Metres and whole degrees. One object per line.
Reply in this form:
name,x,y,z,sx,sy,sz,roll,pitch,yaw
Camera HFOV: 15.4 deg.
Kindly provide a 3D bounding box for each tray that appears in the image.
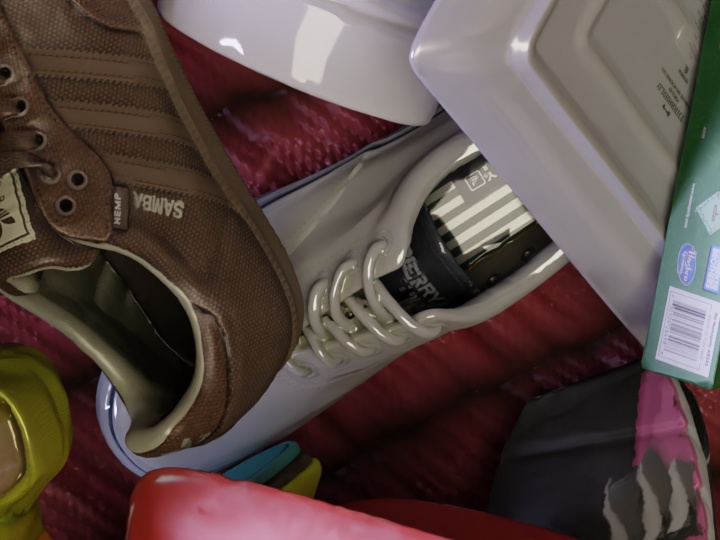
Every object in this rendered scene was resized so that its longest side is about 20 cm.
tray,0.087,-0.054,0.786,0.108,0.022,0.200,-62,144,-13

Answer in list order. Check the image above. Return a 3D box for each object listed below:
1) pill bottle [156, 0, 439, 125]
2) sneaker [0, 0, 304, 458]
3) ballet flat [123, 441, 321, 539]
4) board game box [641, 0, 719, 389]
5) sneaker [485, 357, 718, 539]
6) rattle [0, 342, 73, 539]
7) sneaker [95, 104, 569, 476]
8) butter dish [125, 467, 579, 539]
pill bottle,0.018,-0.151,0.774,0.119,0.120,0.200,21,101,-13
sneaker,-0.088,-0.037,0.761,0.070,0.076,0.200,-28,106,35
ballet flat,-0.086,0.127,0.817,0.200,0.067,0.067,-30,94,-23
board game box,0.152,-0.069,0.820,0.134,0.029,0.201,-7,111,-49
sneaker,0.095,0.129,0.888,0.080,0.086,0.201,-4,88,26
rattle,-0.171,0.098,0.747,0.200,0.130,0.143,-17,118,-13
sneaker,0.000,0.000,0.836,0.200,0.071,0.073,-38,106,3
butter dish,0.041,0.146,0.786,0.199,0.148,0.201,13,115,31
